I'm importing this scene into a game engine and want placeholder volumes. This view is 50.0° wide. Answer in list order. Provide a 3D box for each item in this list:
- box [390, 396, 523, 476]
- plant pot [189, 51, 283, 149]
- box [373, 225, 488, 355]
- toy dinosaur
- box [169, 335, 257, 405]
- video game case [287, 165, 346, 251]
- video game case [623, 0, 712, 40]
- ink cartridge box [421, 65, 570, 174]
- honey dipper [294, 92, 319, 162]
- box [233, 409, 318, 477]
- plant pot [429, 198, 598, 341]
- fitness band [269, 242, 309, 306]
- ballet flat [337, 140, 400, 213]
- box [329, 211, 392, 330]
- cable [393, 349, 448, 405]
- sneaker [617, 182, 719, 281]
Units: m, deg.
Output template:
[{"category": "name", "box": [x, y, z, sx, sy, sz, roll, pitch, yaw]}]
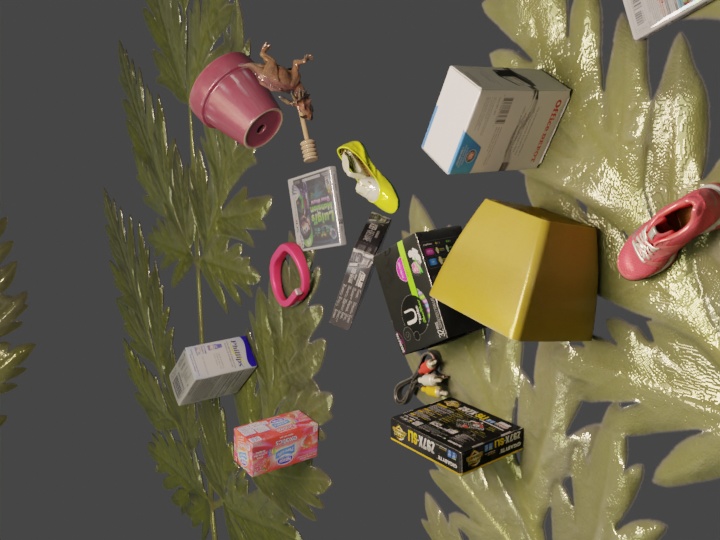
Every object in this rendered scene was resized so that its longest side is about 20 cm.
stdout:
[{"category": "box", "box": [0.175, 0.302, 1.435, 0.199, 0.158, 0.050, 15, 109, 52]}, {"category": "plant pot", "box": [-0.295, -0.410, 1.929, 0.179, 0.199, 0.201, 45, 134, 17]}, {"category": "box", "box": [0.135, 0.037, 1.463, 0.148, 0.123, 0.202, -30, 74, 52]}, {"category": "toy dinosaur", "box": [-0.187, -0.436, 1.776, 0.086, 0.198, 0.137, 126, 156, -60]}, {"category": "box", "box": [-0.431, 0.292, 2.253, 0.184, 0.198, 0.106, -50, 57, 47]}, {"category": "video game case", "box": [-0.107, -0.143, 1.849, 0.199, 0.023, 0.184, -6, 93, 55]}, {"category": "video game case", "box": [0.420, -0.444, 1.037, 0.181, 0.022, 0.203, -23, 78, 54]}, {"category": "ink cartridge box", "box": [0.214, -0.238, 1.222, 0.084, 0.198, 0.146, 50, 135, 38]}, {"category": "honey dipper", "box": [-0.138, -0.356, 1.834, 0.038, 0.038, 0.202, -26, 75, 54]}, {"category": "box", "box": [-0.216, 0.441, 1.984, 0.102, 0.198, 0.096, 23, 115, 49]}, {"category": "plant pot", "box": [0.261, -0.008, 1.228, 0.199, 0.198, 0.179, 28, 109, 48]}, {"category": "fitness band", "box": [-0.184, 0.012, 1.967, 0.200, 0.037, 0.145, -44, 63, 58]}, {"category": "ballet flat", "box": [0.009, -0.195, 1.635, 0.201, 0.066, 0.067, 59, 139, 27]}, {"category": "box", "box": [0.000, 0.000, 1.623, 0.049, 0.158, 0.202, 21, 124, 3]}, {"category": "cable", "box": [0.113, 0.225, 1.597, 0.199, 0.050, 0.098, -29, 73, 52]}, {"category": "sneaker", "box": [0.416, -0.053, 1.075, 0.200, 0.086, 0.074, -51, 56, 47]}]
